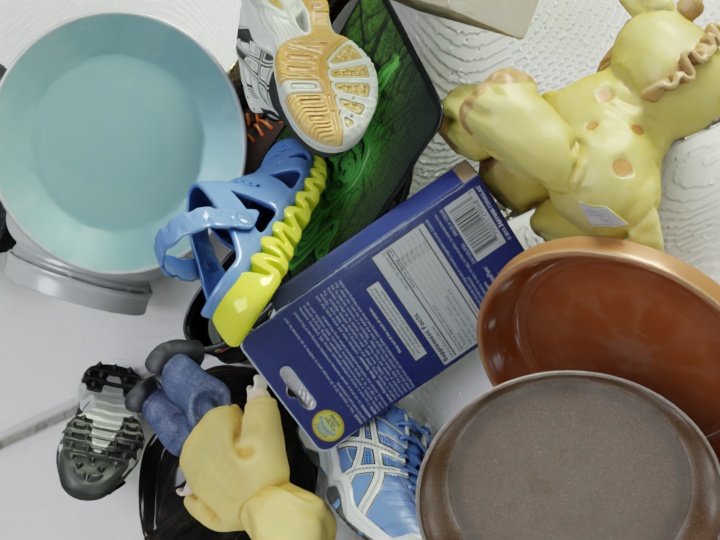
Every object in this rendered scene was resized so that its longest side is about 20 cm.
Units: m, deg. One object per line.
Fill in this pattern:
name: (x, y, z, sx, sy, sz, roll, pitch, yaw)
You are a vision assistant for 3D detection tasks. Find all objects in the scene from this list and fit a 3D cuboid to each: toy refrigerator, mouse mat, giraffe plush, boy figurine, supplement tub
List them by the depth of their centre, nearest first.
giraffe plush: (0.170, -0.105, 1.043, 0.163, 0.173, 0.200, -49, 28, -8)
toy refrigerator: (0.065, -0.219, 1.125, 0.077, 0.069, 0.200, -69, 23, 7)
mouse mat: (-0.014, -0.087, 1.141, 0.201, 0.007, 0.162, -57, 39, 32)
boy figurine: (-0.090, 0.135, 1.158, 0.200, 0.064, 0.125, 43, 117, 28)
supplement tub: (-0.208, -0.077, 1.306, 0.144, 0.144, 0.202, 20, 95, 36)

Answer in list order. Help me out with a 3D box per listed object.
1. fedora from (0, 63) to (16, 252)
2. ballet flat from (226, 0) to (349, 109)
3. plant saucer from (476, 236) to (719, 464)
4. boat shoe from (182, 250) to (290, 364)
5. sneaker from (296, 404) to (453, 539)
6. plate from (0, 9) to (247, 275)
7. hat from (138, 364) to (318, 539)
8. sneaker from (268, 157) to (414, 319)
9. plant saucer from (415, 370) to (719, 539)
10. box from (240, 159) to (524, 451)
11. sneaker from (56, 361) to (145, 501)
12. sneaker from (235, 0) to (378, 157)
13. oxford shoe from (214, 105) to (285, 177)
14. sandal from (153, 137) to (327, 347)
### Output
fedora: (-0.321, -0.085, 1.415, 0.199, 0.091, 0.203, -6, 82, 46)
ballet flat: (-0.050, -0.202, 1.255, 0.046, 0.067, 0.200, 45, 105, 12)
plant saucer: (0.170, 0.057, 1.013, 0.199, 0.201, 0.032, -3, 38, 35)
boat shoe: (-0.062, -0.007, 1.243, 0.202, 0.063, 0.074, -49, 57, 18)
sneaker: (0.018, 0.139, 1.132, 0.077, 0.075, 0.200, -51, 38, 9)
plate: (-0.187, -0.098, 1.221, 0.198, 0.026, 0.203, -1, 97, -8)
hat: (-0.127, 0.173, 1.250, 0.199, 0.081, 0.203, -5, 81, 34)
sneaker: (0.000, 0.000, 1.178, 0.086, 0.080, 0.202, 43, 121, 52)
plant saucer: (0.135, 0.146, 1.026, 0.198, 0.032, 0.202, 2, 117, 4)
box: (0.022, 0.027, 1.101, 0.199, 0.122, 0.032, -35, 31, 1)
sneaker: (-0.211, 0.152, 1.280, 0.200, 0.066, 0.091, -101, 24, -71)
sneaker: (-0.042, -0.133, 1.143, 0.201, 0.075, 0.088, -110, 31, -46)
oxford shoe: (-0.070, -0.105, 1.254, 0.201, 0.072, 0.071, -52, 58, 18)
sandal: (-0.082, -0.038, 1.096, 0.087, 0.201, 0.080, 31, 124, -6)
